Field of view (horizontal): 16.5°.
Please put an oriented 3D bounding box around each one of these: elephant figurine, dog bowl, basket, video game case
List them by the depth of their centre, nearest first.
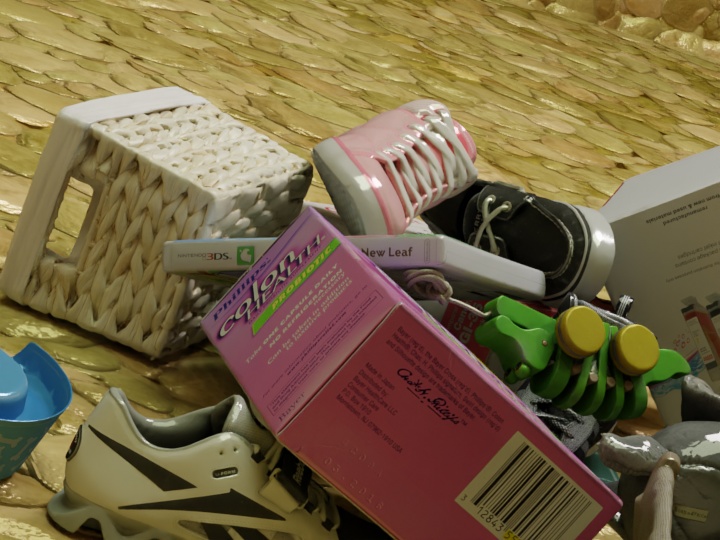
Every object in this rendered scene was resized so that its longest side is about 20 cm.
[{"bbox_3d":[-0.247,0.044,1.339,0.200,0.050,0.111,37,23,25],"label":"dog bowl"},{"bbox_3d":[0.203,0.139,1.495,0.141,0.155,0.200,-10,11,-5],"label":"elephant figurine"},{"bbox_3d":[0.000,0.000,1.550,0.182,0.022,0.200,-1,-6,22],"label":"video game case"},{"bbox_3d":[-0.129,-0.033,1.648,0.123,0.136,0.200,25,16,13],"label":"basket"}]

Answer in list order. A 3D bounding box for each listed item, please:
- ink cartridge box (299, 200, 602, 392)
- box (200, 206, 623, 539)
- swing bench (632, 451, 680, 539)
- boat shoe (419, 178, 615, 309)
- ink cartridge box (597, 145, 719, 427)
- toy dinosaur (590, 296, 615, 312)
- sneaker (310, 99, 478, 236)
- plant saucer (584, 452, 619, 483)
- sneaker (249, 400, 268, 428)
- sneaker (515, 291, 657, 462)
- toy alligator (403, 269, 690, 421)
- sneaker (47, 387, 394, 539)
[{"bbox_3d":[0.052,0.027,1.731,0.200,0.083,0.146,27,12,34],"label":"ink cartridge box"},{"bbox_3d":[0.023,0.077,1.360,0.176,0.097,0.200,42,1,-21],"label":"box"},{"bbox_3d":[0.224,0.202,1.272,0.200,0.130,0.199,15,15,6],"label":"swing bench"},{"bbox_3d":[0.099,-0.023,1.669,0.064,0.071,0.200,16,3,-28],"label":"boat shoe"},{"bbox_3d":[0.265,0.023,1.703,0.145,0.200,0.145,-20,9,20],"label":"ink cartridge box"},{"bbox_3d":[0.215,0.034,1.810,0.200,0.105,0.181,29,1,27],"label":"toy dinosaur"},{"bbox_3d":[0.027,-0.068,1.625,0.105,0.075,0.200,-22,10,-1],"label":"sneaker"},{"bbox_3d":[0.077,0.111,1.619,0.200,0.019,0.070,18,15,-10],"label":"plant saucer"},{"bbox_3d":[-0.030,0.046,1.563,0.076,0.081,0.200,-1,14,1],"label":"sneaker"},{"bbox_3d":[0.125,0.080,1.552,0.075,0.114,0.200,27,28,10],"label":"sneaker"},{"bbox_3d":[0.109,0.052,1.468,0.200,0.054,0.059,18,-26,-25],"label":"toy alligator"},{"bbox_3d":[-0.055,0.115,1.302,0.200,0.089,0.074,16,14,-17],"label":"sneaker"}]
